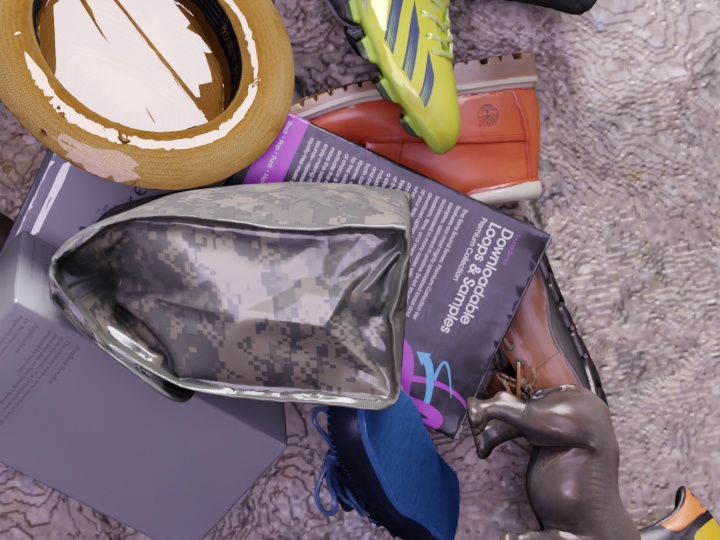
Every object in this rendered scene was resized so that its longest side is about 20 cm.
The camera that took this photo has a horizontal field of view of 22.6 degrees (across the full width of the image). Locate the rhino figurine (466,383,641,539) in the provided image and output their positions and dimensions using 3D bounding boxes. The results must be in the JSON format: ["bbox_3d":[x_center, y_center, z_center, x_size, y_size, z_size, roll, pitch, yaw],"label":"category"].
[{"bbox_3d":[0.128,0.164,1.115,0.087,0.060,0.200,-13,97,3],"label":"rhino figurine"}]

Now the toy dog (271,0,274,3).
[{"bbox_3d":[-0.103,-0.218,1.162,0.132,0.096,0.200,45,103,-5],"label":"toy dog"}]

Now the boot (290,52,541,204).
[{"bbox_3d":[0.023,-0.074,1.166,0.200,0.075,0.107,-9,96,-4],"label":"boot"}]

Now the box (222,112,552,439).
[{"bbox_3d":[0.000,0.000,1.122,0.200,0.036,0.143,25,96,-1],"label":"box"}]

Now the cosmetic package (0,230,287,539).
[{"bbox_3d":[-0.155,0.078,1.104,0.200,0.081,0.113,32,115,-26],"label":"cosmetic package"}]

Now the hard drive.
[{"bbox_3d":[-0.122,-0.003,1.150,0.200,0.025,0.132,25,89,-21],"label":"hard drive"}]

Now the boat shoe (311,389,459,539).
[{"bbox_3d":[0.007,0.129,1.108,0.069,0.200,0.084,0,57,18],"label":"boat shoe"}]

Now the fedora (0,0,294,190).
[{"bbox_3d":[-0.139,-0.118,1.079,0.200,0.082,0.201,9,57,-14],"label":"fedora"}]

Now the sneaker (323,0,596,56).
[{"bbox_3d":[0.046,-0.181,1.171,0.200,0.075,0.116,26,94,8],"label":"sneaker"}]

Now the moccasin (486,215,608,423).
[{"bbox_3d":[0.110,0.067,1.170,0.078,0.074,0.202,-23,95,12],"label":"moccasin"}]

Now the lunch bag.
[{"bbox_3d":[-0.072,0.008,1.023,0.200,0.164,0.118,4,99,1],"label":"lunch bag"}]

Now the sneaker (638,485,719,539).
[{"bbox_3d":[0.146,0.210,1.181,0.200,0.070,0.090,-22,76,-2],"label":"sneaker"}]

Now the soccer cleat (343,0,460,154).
[{"bbox_3d":[0.030,-0.171,1.100,0.084,0.065,0.200,-21,83,3],"label":"soccer cleat"}]

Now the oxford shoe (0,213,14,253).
[{"bbox_3d":[-0.288,0.044,1.157,0.073,0.071,0.200,41,80,6],"label":"oxford shoe"}]
